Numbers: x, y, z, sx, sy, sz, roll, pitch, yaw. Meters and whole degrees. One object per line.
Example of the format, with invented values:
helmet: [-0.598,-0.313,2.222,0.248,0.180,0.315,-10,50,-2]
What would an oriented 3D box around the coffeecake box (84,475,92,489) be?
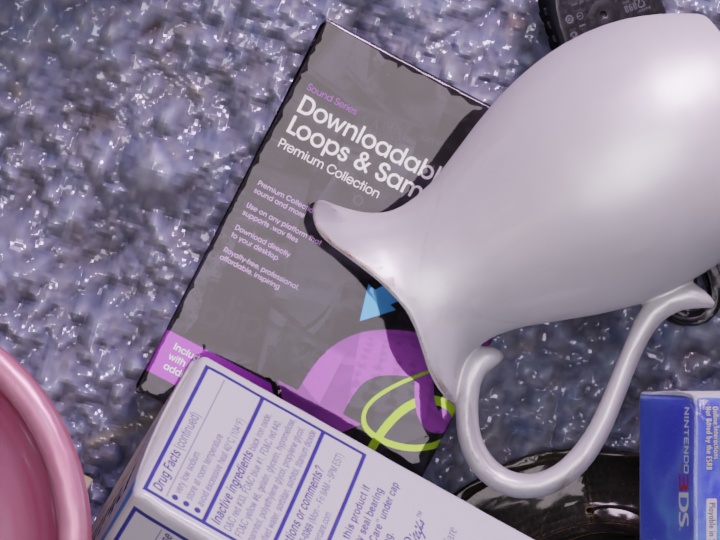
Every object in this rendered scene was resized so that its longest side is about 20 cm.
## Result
coffeecake box: [-0.197,0.177,1.300,0.073,0.154,0.201,24,90,-2]

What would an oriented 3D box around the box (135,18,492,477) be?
box: [0.000,0.000,1.368,0.143,0.036,0.201,27,88,-4]

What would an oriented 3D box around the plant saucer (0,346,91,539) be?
plant saucer: [-0.207,0.113,1.199,0.199,0.051,0.202,-1,85,8]

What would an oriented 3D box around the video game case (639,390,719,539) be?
video game case: [0.212,0.156,1.335,0.181,0.045,0.201,1,88,-35]

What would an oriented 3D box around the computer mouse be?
computer mouse: [0.130,-0.068,1.381,0.058,0.034,0.201,-19,98,-15]

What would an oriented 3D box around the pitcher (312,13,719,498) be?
pitcher: [0.104,-0.009,1.301,0.200,0.121,0.172,-31,89,3]

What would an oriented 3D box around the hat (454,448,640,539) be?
hat: [0.118,0.178,1.357,0.200,0.081,0.202,0,93,-3]

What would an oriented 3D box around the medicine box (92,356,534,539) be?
medicine box: [-0.036,0.170,1.293,0.199,0.103,0.182,30,129,-4]
